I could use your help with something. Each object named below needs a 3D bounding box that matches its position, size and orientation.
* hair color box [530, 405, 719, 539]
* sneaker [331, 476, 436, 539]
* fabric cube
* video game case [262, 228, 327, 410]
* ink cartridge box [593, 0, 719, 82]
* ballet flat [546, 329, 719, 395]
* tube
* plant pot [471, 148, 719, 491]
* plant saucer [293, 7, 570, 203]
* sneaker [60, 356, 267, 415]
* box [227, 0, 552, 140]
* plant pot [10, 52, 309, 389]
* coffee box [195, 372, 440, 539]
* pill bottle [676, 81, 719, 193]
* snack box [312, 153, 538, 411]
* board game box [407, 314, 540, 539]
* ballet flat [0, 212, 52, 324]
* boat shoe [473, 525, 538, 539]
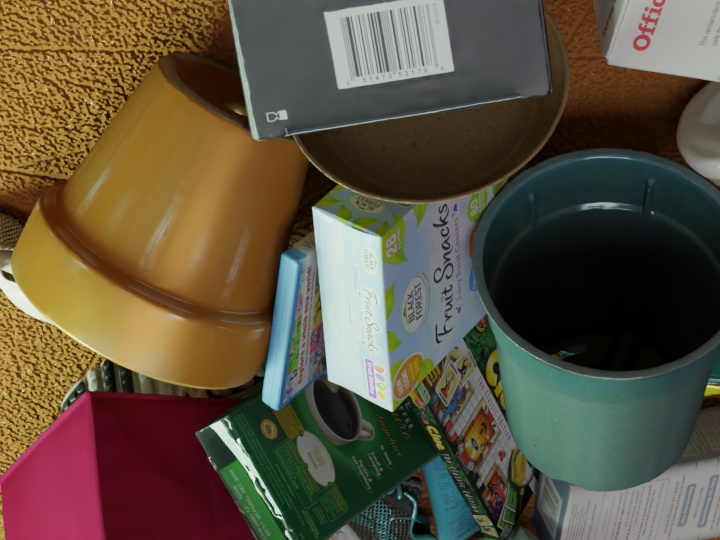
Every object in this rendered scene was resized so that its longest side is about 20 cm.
[{"bbox_3d":[0.249,0.177,1.828,0.198,0.061,0.100,-8,132,-17],"label":"hair color box"},{"bbox_3d":[0.005,0.186,1.850,0.091,0.078,0.201,-23,136,3],"label":"sneaker"},{"bbox_3d":[-0.153,0.226,1.719,0.198,0.201,0.196,4,152,-29],"label":"fabric cube"},{"bbox_3d":[0.000,0.000,1.625,0.018,0.200,0.144,30,133,22],"label":"video game case"},{"bbox_3d":[0.277,-0.209,1.522,0.198,0.085,0.147,9,128,-10],"label":"ink cartridge box"},{"bbox_3d":[0.235,0.069,1.775,0.198,0.067,0.067,7,151,-6],"label":"ballet flat"},{"bbox_3d":[0.079,0.157,1.837,0.077,0.050,0.201,-27,131,-11],"label":"tube"},{"bbox_3d":[0.181,0.051,1.612,0.198,0.201,0.197,-4,142,0],"label":"plant pot"},{"bbox_3d":[0.046,-0.123,1.515,0.198,0.202,0.036,-8,149,3],"label":"plant saucer"},{"bbox_3d":[-0.145,0.103,1.766,0.198,0.076,0.081,-16,138,10],"label":"sneaker"},{"bbox_3d":[0.015,-0.195,1.434,0.195,0.201,0.118,-9,123,3],"label":"box"},{"bbox_3d":[-0.126,-0.047,1.574,0.199,0.201,0.184,20,111,-20],"label":"plant pot"},{"bbox_3d":[-0.029,0.133,1.693,0.044,0.200,0.124,-29,92,40],"label":"coffee box"},{"bbox_3d":[0.324,-0.052,1.639,0.110,0.111,0.200,-25,127,17],"label":"pill bottle"},{"bbox_3d":[0.052,-0.025,1.589,0.067,0.200,0.170,25,140,29],"label":"snack box"},{"bbox_3d":[0.098,0.120,1.777,0.023,0.105,0.201,4,139,36],"label":"board game box"},{"bbox_3d":[-0.220,0.019,1.683,0.199,0.076,0.068,24,124,-22],"label":"ballet flat"},{"bbox_3d":[0.142,0.269,1.858,0.091,0.200,0.071,33,79,-6],"label":"boat shoe"}]
